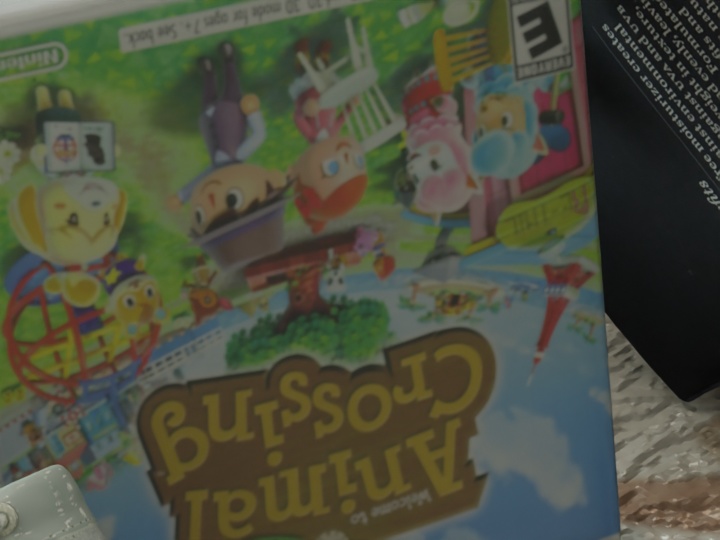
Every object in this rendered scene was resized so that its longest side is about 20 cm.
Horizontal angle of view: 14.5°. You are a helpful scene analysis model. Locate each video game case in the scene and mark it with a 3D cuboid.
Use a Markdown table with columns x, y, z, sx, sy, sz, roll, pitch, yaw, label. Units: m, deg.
| x | y | z | sx | sy | sz | roll | pitch | yaw | label |
| --- | --- | --- | --- | --- | --- | --- | --- | --- | --- |
| -0.029 | 0.013 | 0.709 | 0.199 | 0.183 | 0.022 | -14 | 21 | -23 | video game case |

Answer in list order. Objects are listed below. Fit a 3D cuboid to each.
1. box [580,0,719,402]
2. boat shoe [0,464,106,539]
| x | y | z | sx | sy | sz | roll | pitch | yaw | label |
| --- | --- | --- | --- | --- | --- | --- | --- | --- | --- |
| 0.157 | -0.086 | 0.776 | 0.200 | 0.123 | 0.198 | -40 | 1 | -24 | box |
| -0.146 | 0.093 | 0.628 | 0.200 | 0.072 | 0.070 | -18 | -4 | 5 | boat shoe |
